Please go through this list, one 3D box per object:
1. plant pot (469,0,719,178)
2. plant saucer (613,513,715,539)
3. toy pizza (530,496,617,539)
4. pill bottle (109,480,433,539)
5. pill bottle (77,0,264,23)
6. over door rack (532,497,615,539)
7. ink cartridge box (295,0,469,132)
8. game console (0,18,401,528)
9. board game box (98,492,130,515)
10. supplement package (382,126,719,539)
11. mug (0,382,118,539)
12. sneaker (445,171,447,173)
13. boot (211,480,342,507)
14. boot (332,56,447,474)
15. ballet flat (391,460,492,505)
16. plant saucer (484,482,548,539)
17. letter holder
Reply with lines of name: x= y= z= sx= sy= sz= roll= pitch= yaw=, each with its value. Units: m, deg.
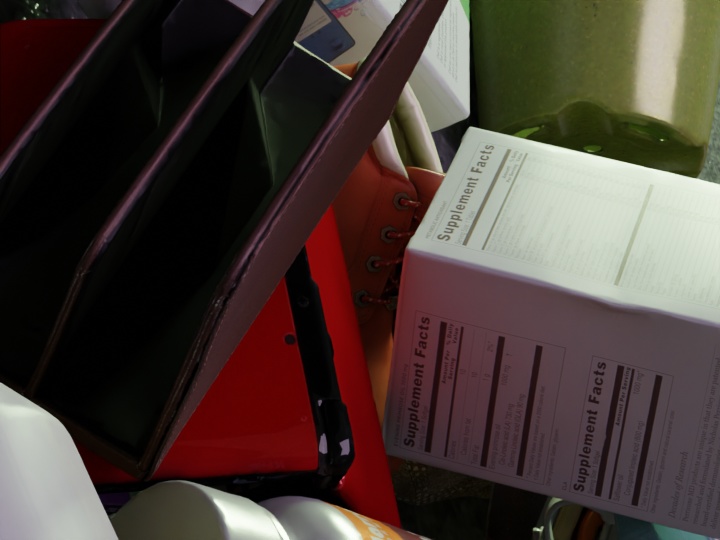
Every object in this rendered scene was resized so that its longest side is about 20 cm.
plant pot: x=0.141 y=-0.146 z=1.442 sx=0.200 sy=0.199 sz=0.185 roll=33 pitch=54 yaw=-51
plant saucer: x=0.150 y=0.130 z=1.173 sx=0.200 sy=0.019 sz=0.070 roll=50 pitch=29 yaw=-57
toy pizza: x=0.129 y=0.149 z=1.233 sx=0.200 sy=0.032 sz=0.201 roll=-44 pitch=143 yaw=-46
pill bottle: x=-0.003 y=0.150 z=0.907 sx=0.199 sy=0.114 sz=0.115 roll=24 pitch=49 yaw=-38
pill bottle: x=-0.093 y=-0.195 z=1.030 sx=0.116 sy=0.116 sz=0.201 roll=35 pitch=23 yaw=-50
over door rack: x=0.101 y=0.221 z=1.097 sx=0.148 sy=0.066 sz=0.201 roll=-66 pitch=158 yaw=-66
ink cartridge box: x=-0.029 y=-0.172 z=1.216 sx=0.200 sy=0.087 sz=0.146 roll=49 pitch=32 yaw=-40
game console: x=-0.065 y=0.012 z=0.975 sx=0.171 sy=0.119 sz=0.201 roll=-3 pitch=61 yaw=-19
board game box: x=-0.150 y=-0.005 z=0.922 sx=0.120 sy=0.032 sz=0.201 roll=19 pitch=54 yaw=-64
supplement package: x=0.121 y=0.030 z=1.055 sx=0.114 sy=0.199 sz=0.110 roll=-60 pitch=161 yaw=-54
mug: x=-0.137 y=0.126 z=0.766 sx=0.149 sy=0.187 sz=0.154 roll=-6 pitch=64 yaw=-31
sneaker: x=0.051 y=-0.003 z=1.279 sx=0.082 sy=0.078 sz=0.200 roll=57 pitch=20 yaw=-10
boot: x=-0.006 y=0.124 z=1.065 sx=0.200 sy=0.073 sz=0.151 roll=-17 pitch=86 yaw=-59
boot: x=0.000 y=0.000 z=1.125 sx=0.075 sy=0.107 sz=0.201 roll=-6 pitch=79 yaw=-67
ballet flat: x=0.069 y=0.082 z=1.244 sx=0.200 sy=0.065 sz=0.071 roll=-13 pitch=81 yaw=-65
plant saucer: x=0.122 y=0.091 z=1.256 sx=0.200 sy=0.032 sz=0.201 roll=-46 pitch=145 yaw=-45
letter holder: x=-0.053 y=-0.054 z=0.857 sx=0.100 sy=0.142 sz=0.200 roll=32 pitch=54 yaw=1
